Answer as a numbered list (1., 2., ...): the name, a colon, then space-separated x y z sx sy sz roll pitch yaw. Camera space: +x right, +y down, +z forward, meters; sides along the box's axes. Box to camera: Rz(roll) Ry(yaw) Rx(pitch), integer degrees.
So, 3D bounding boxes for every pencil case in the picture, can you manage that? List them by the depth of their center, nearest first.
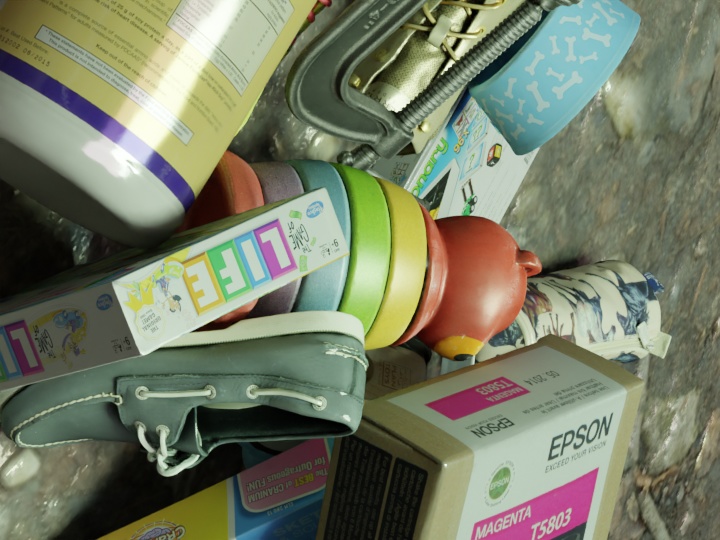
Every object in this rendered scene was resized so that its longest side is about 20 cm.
1. pencil case: 0.144 0.042 1.340 0.200 0.089 0.078 -11 118 -51

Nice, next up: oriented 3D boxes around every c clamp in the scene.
1. c clamp: 0.045 -0.119 0.996 0.200 0.027 0.171 -43 144 24

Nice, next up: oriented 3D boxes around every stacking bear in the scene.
1. stacking bear: 0.000 0.000 1.019 0.199 0.121 0.114 8 62 -24

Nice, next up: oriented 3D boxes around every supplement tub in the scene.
1. supplement tub: -0.101 -0.128 0.844 0.200 0.145 0.145 -59 146 -11

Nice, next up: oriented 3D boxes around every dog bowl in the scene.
1. dog bowl: 0.119 -0.150 1.143 0.111 0.050 0.200 -44 -167 30

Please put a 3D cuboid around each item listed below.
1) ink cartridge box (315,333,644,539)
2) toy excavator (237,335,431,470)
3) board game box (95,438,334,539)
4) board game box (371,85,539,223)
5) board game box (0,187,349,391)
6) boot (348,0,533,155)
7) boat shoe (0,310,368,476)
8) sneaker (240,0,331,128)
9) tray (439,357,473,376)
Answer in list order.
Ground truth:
1. ink cartridge box: 0.063 0.140 1.029 0.200 0.075 0.165 -15 122 -48
2. toy excavator: -0.015 0.109 1.142 0.194 0.200 0.100 19 53 -21
3. board game box: -0.072 0.182 1.067 0.200 0.040 0.153 -26 140 4
4. board game box: 0.039 -0.028 1.200 0.200 0.035 0.126 -61 147 -10
5. board game box: -0.120 0.016 0.866 0.134 0.200 0.034 -27 98 -44
6. boot: 0.055 -0.148 1.059 0.156 0.073 0.200 -54 -176 -14
7. boat shoe: -0.092 0.070 0.942 0.073 0.199 0.062 60 20 -65
8. sneaker: -0.044 -0.153 0.949 0.078 0.090 0.201 25 86 -42
9. tray: 0.059 0.100 1.180 0.200 0.022 0.108 -77 170 -62
